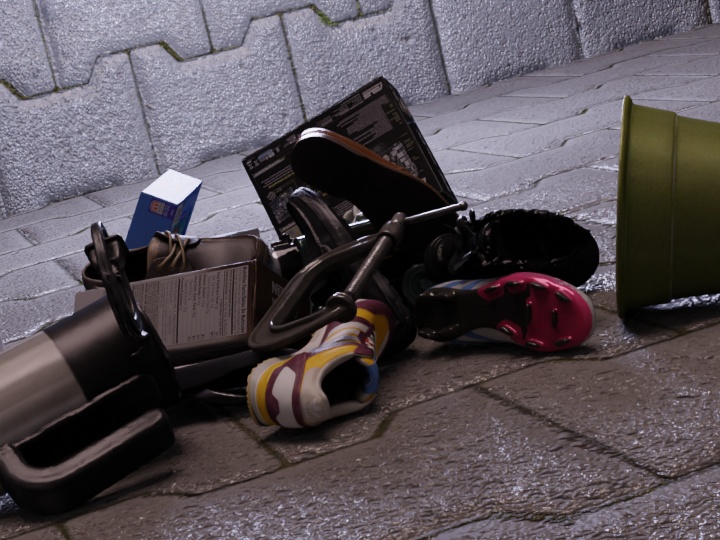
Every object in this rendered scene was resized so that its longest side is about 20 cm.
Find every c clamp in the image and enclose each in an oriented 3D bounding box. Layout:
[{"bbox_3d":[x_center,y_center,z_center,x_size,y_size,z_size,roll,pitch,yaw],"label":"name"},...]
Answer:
[{"bbox_3d":[-0.013,0.004,1.383,0.170,0.027,0.200,-16,23,36],"label":"c clamp"}]

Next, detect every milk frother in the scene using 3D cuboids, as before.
[{"bbox_3d":[-0.258,0.076,1.280,0.188,0.201,0.180,-29,25,-20],"label":"milk frother"}]

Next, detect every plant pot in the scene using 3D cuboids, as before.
[{"bbox_3d":[0.327,-0.056,1.385,0.189,0.201,0.200,1,14,13],"label":"plant pot"}]

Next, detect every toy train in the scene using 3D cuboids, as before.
[{"bbox_3d":[0.000,0.000,1.587,0.199,0.114,0.085,-15,-4,-12],"label":"toy train"}]

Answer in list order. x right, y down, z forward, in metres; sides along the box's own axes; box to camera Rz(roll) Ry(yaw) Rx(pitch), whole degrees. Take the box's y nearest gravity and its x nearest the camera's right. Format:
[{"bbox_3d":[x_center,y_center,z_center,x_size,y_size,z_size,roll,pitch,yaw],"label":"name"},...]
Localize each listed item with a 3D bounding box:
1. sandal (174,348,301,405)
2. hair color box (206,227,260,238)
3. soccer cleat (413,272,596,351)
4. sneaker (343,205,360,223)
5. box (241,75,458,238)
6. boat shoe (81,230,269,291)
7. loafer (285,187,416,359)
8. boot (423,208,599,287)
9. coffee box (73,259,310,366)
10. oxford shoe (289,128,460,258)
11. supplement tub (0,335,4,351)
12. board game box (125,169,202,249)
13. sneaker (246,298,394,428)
[{"bbox_3d":[-0.129,0.108,1.423,0.199,0.043,0.076,-11,-17,13],"label":"sandal"},{"bbox_3d":[-0.153,0.012,1.706,0.060,0.100,0.200,-11,2,10],"label":"hair color box"},{"bbox_3d":[0.140,0.033,1.412,0.200,0.070,0.086,1,8,42],"label":"soccer cleat"},{"bbox_3d":[0.025,-0.036,1.747,0.199,0.087,0.075,-4,-21,-35],"label":"sneaker"},{"bbox_3d":[-0.012,-0.104,1.842,0.200,0.164,0.086,-31,-17,10],"label":"box"},{"bbox_3d":[-0.189,0.003,1.558,0.199,0.073,0.075,-17,48,15],"label":"boat shoe"},{"bbox_3d":[-0.022,0.004,1.497,0.070,0.201,0.068,-32,-26,-7],"label":"loafer"},{"bbox_3d":[0.166,-0.020,1.472,0.197,0.074,0.162,0,-8,-19],"label":"boot"},{"bbox_3d":[-0.160,0.058,1.484,0.199,0.080,0.113,-10,-23,23],"label":"coffee box"},{"bbox_3d":[0.024,-0.083,1.545,0.071,0.200,0.071,-51,12,21],"label":"oxford shoe"},{"bbox_3d":[-0.478,0.106,1.621,0.199,0.132,0.132,-13,11,-2],"label":"supplement tub"},{"bbox_3d":[-0.235,0.000,1.704,0.045,0.201,0.152,19,13,0],"label":"board game box"},{"bbox_3d":[-0.009,0.084,1.351,0.090,0.075,0.200,2,25,35],"label":"sneaker"}]
